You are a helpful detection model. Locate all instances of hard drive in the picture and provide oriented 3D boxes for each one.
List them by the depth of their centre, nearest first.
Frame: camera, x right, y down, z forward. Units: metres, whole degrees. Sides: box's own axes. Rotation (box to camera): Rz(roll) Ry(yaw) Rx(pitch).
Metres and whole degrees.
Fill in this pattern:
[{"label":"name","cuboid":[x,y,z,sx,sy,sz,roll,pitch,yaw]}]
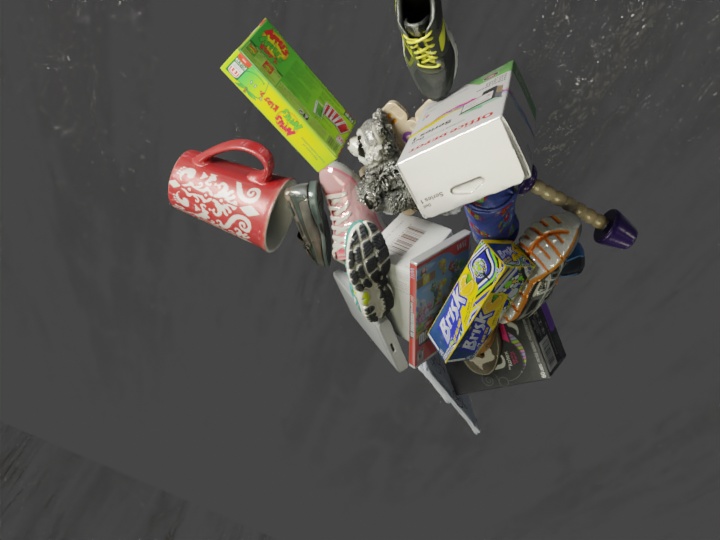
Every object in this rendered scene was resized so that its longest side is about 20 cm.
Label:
[{"label":"hard drive","cuboid":[0.017,0.092,1.104,0.026,0.200,0.133,-31,128,-9]}]

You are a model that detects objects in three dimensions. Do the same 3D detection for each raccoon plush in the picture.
[{"label":"raccoon plush","cuboid":[0.073,-0.168,0.877,0.195,0.097,0.136,-1,125,-19]}]

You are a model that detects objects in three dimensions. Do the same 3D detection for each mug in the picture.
[{"label":"mug","cuboid":[-0.220,-0.150,1.005,0.196,0.133,0.181,20,107,9]}]

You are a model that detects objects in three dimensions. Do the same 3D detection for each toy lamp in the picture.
[{"label":"toy lamp","cuboid":[0.325,-0.092,0.859,0.197,0.059,0.059,28,138,-3]}]

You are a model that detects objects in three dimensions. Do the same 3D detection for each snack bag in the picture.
[{"label":"snack bag","cuboid":[0.165,0.205,1.141,0.021,0.190,0.201,-34,114,14]}]

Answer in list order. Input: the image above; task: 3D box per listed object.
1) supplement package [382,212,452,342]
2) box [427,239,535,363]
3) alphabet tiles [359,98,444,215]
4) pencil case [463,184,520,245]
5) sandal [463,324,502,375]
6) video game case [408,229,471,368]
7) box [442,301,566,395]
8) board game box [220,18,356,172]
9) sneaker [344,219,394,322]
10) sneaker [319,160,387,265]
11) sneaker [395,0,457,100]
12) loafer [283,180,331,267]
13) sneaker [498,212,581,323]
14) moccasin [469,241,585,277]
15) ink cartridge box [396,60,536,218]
[{"label":"supplement package","cuboid":[0.099,0.022,1.004,0.116,0.117,0.202,23,145,38]},{"label":"box","cuboid":[0.181,0.051,0.882,0.069,0.065,0.202,-1,131,-33]},{"label":"alphabet tiles","cuboid":[0.095,-0.175,0.905,0.199,0.015,0.195,37,134,-15]},{"label":"pencil case","cuboid":[0.196,-0.094,0.840,0.077,0.088,0.200,34,177,21]},{"label":"sandal","cuboid":[0.205,0.096,0.964,0.080,0.055,0.204,16,123,18]},{"label":"video game case","cuboid":[0.132,0.048,0.947,0.017,0.142,0.204,25,130,39]},{"label":"box","cuboid":[0.257,0.142,1.059,0.198,0.105,0.125,-22,90,38]},{"label":"board game box","cuboid":[-0.100,-0.256,0.841,0.047,0.103,0.200,-25,120,39]},{"label":"sneaker","cuboid":[0.000,0.000,0.916,0.080,0.077,0.203,44,153,39]},{"label":"sneaker","cuboid":[-0.021,-0.083,0.979,0.074,0.106,0.202,-1,134,40]},{"label":"sneaker","cuboid":[0.076,-0.304,0.728,0.073,0.086,0.202,1,134,23]},{"label":"loafer","cuboid":[-0.091,-0.082,1.025,0.061,0.073,0.202,-1,141,5]},{"label":"sneaker","cuboid":[0.276,-0.003,0.877,0.076,0.079,0.202,5,129,-33]},{"label":"moccasin","cuboid":[0.276,0.004,0.961,0.196,0.082,0.069,-5,140,30]},{"label":"ink cartridge box","cuboid":[0.142,-0.172,0.734,0.143,0.201,0.085,-20,117,30]}]
